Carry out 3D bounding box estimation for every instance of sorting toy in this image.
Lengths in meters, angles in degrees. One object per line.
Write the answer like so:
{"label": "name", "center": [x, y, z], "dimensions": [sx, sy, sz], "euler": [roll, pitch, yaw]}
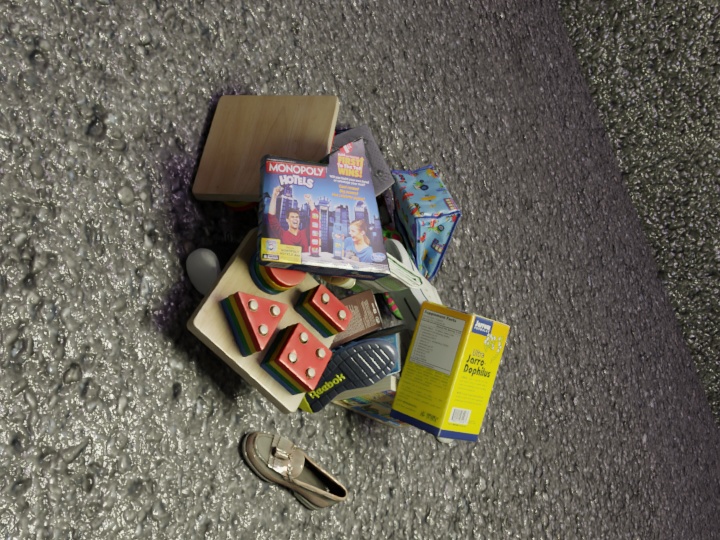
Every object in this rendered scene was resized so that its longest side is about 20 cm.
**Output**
{"label": "sorting toy", "center": [-0.113, 0.063, 1.258], "dimensions": [0.199, 0.069, 0.200], "euler": [45, 49, -20]}
{"label": "sorting toy", "center": [-0.141, -0.179, 1.387], "dimensions": [0.070, 0.198, 0.201], "euler": [74, 22, -57]}

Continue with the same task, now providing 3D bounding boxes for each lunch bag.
{"label": "lunch bag", "center": [0.114, -0.077, 1.704], "dimensions": [0.151, 0.094, 0.200], "euler": [-114, -159, -43]}

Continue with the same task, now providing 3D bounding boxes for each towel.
{"label": "towel", "center": [0.000, 0.000, 1.472], "dimensions": [0.149, 0.200, 0.031], "euler": [34, 69, -20]}

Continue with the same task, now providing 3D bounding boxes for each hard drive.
{"label": "hard drive", "center": [-0.038, -0.174, 1.601], "dimensions": [0.200, 0.042, 0.135], "euler": [-33, 100, -36]}

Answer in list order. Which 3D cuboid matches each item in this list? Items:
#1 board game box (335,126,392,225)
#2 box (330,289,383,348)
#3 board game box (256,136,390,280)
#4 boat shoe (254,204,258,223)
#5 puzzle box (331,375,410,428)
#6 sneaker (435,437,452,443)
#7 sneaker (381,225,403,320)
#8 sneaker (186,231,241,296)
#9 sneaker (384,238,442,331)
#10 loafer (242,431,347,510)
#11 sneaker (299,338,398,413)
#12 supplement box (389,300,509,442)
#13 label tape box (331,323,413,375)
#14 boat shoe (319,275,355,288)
{"label": "board game box", "center": [-0.015, -0.172, 1.691], "dimensions": [0.135, 0.035, 0.201], "euler": [-24, 96, -56]}
{"label": "box", "center": [-0.060, 0.092, 1.452], "dimensions": [0.200, 0.100, 0.075], "euler": [-20, 91, -57]}
{"label": "board game box", "center": [-0.055, -0.096, 1.256], "dimensions": [0.199, 0.062, 0.201], "euler": [7, 77, -26]}
{"label": "boat shoe", "center": [-0.139, -0.077, 1.447], "dimensions": [0.071, 0.065, 0.201], "euler": [-10, 79, -21]}
{"label": "puzzle box", "center": [0.058, 0.232, 1.531], "dimensions": [0.200, 0.133, 0.026], "euler": [31, 52, -45]}
{"label": "sneaker", "center": [0.163, 0.247, 1.713], "dimensions": [0.200, 0.092, 0.076], "euler": [57, 36, -23]}
{"label": "sneaker", "center": [0.056, 0.007, 1.699], "dimensions": [0.084, 0.076, 0.201], "euler": [92, -12, -65]}
{"label": "sneaker", "center": [-0.173, 0.037, 1.330], "dimensions": [0.200, 0.075, 0.114], "euler": [61, 38, -14]}
{"label": "sneaker", "center": [0.089, 0.031, 1.537], "dimensions": [0.071, 0.073, 0.200], "euler": [11, 44, -40]}
{"label": "loafer", "center": [-0.095, 0.301, 1.340], "dimensions": [0.200, 0.063, 0.072], "euler": [46, 41, -35]}
{"label": "sneaker", "center": [-0.024, 0.152, 1.398], "dimensions": [0.074, 0.200, 0.082], "euler": [56, 28, -12]}
{"label": "supplement box", "center": [0.146, 0.164, 1.430], "dimensions": [0.109, 0.109, 0.201], "euler": [18, 89, -46]}
{"label": "label tape box", "center": [0.030, 0.143, 1.520], "dimensions": [0.200, 0.143, 0.066], "euler": [-14, 88, -57]}
{"label": "boat shoe", "center": [-0.080, -0.049, 1.389], "dimensions": [0.200, 0.073, 0.063], "euler": [54, -1, 19]}
